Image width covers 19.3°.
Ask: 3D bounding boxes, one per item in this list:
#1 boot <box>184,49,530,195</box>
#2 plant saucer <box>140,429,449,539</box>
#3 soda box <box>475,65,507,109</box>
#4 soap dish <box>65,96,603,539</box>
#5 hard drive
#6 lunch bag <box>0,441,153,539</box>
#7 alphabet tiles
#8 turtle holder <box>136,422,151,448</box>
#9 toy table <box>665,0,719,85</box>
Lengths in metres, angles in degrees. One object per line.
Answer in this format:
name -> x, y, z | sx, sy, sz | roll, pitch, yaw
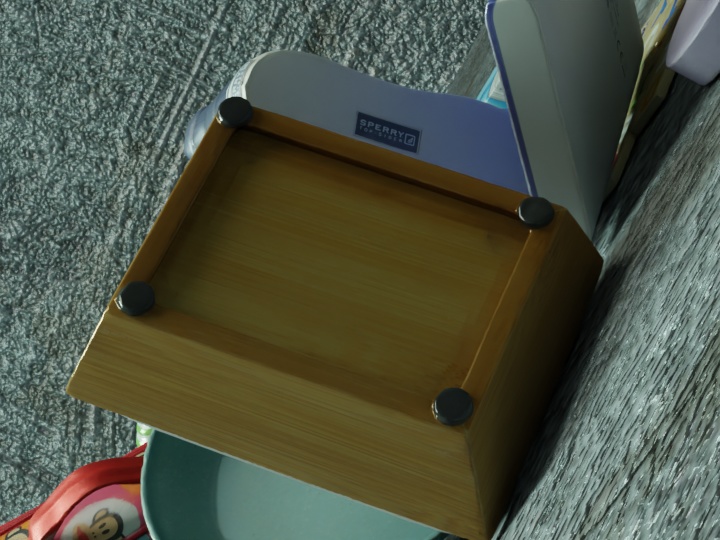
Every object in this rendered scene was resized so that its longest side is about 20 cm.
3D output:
boot -> 0.014, -0.053, 1.075 | 0.090, 0.200, 0.073 | -26, 45, 62
plant saucer -> -0.008, 0.081, 1.008 | 0.036, 0.200, 0.200 | 59, -135, -40
soda box -> 0.099, -0.086, 1.381 | 0.068, 0.064, 0.200 | -64, 3, -40
soap dish -> -0.009, 0.015, 0.934 | 0.081, 0.200, 0.157 | 89, -157, -55
hard drive -> 0.105, -0.117, 1.054 | 0.200, 0.025, 0.132 | -66, -36, -55
lunch bag -> -0.116, 0.169, 1.112 | 0.200, 0.176, 0.082 | -29, 38, -6
alphabet tiles -> 0.145, -0.091, 1.159 | 0.200, 0.006, 0.166 | -64, 4, -37
turtle holder -> -0.070, 0.114, 1.270 | 0.141, 0.185, 0.132 | -29, 33, 63
toy table -> 0.153, -0.200, 0.964 | 0.200, 0.117, 0.184 | -62, 3, -22
